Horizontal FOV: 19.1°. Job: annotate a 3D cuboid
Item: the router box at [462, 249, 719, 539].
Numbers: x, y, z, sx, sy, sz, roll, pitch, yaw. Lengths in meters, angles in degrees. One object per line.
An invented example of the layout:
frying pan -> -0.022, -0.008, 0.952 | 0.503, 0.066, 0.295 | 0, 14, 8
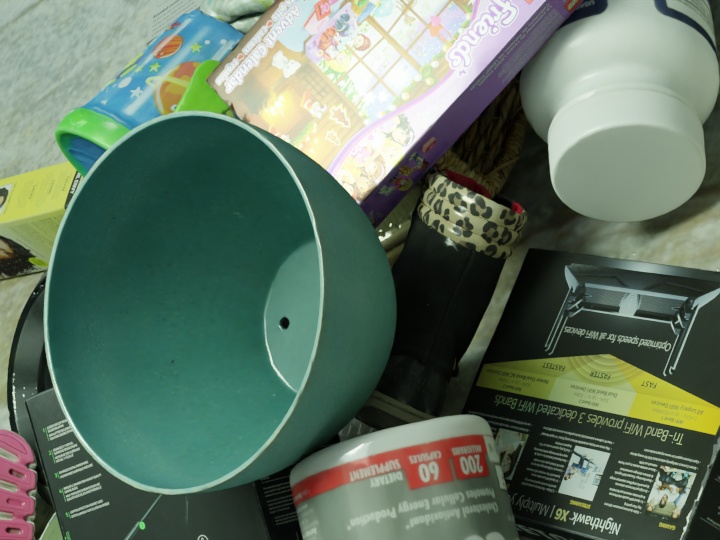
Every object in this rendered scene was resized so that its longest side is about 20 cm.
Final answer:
router box -> 0.145, 0.077, 1.174 | 0.199, 0.052, 0.158 | 9, 72, 52

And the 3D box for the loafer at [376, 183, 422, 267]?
loafer -> 0.000, 0.000, 1.408 | 0.199, 0.068, 0.076 | -32, 33, 8

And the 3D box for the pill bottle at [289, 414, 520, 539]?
pill bottle -> 0.038, 0.187, 1.124 | 0.113, 0.113, 0.202 | -24, 75, 37

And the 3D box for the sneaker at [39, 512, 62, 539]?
sneaker -> -0.199, 0.237, 1.467 | 0.090, 0.067, 0.202 | -17, 51, 53

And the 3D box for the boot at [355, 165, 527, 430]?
boot -> 0.037, 0.014, 1.287 | 0.200, 0.073, 0.152 | -112, 45, -81

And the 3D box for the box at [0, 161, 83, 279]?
box -> -0.259, -0.040, 1.733 | 0.199, 0.075, 0.050 | -12, 53, 46

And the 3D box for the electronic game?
electronic game -> -0.201, 0.078, 1.566 | 0.199, 0.041, 0.202 | -11, 75, 48

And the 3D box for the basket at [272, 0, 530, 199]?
basket -> 0.043, -0.169, 1.361 | 0.148, 0.143, 0.201 | 14, 61, 22

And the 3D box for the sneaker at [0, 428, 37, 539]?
sneaker -> -0.275, 0.221, 1.559 | 0.087, 0.073, 0.202 | 141, 132, -62

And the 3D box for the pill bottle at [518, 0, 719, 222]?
pill bottle -> 0.152, -0.135, 1.281 | 0.119, 0.119, 0.201 | -29, 44, 33

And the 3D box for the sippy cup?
sippy cup -> -0.122, -0.104, 1.490 | 0.177, 0.140, 0.131 | 20, 68, 45

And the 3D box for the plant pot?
plant pot -> -0.057, 0.022, 1.173 | 0.199, 0.134, 0.202 | -5, 82, 37

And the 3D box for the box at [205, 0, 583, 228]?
box -> 0.020, -0.137, 1.250 | 0.200, 0.039, 0.137 | -48, 64, 8

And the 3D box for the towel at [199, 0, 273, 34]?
towel -> -0.024, -0.263, 1.607 | 0.199, 0.048, 0.172 | -6, 54, 32

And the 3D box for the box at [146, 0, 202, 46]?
box -> -0.107, -0.240, 1.731 | 0.155, 0.041, 0.201 | -29, 45, 32

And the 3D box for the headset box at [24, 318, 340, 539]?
headset box -> -0.101, 0.133, 1.320 | 0.173, 0.092, 0.201 | -23, 80, 37
